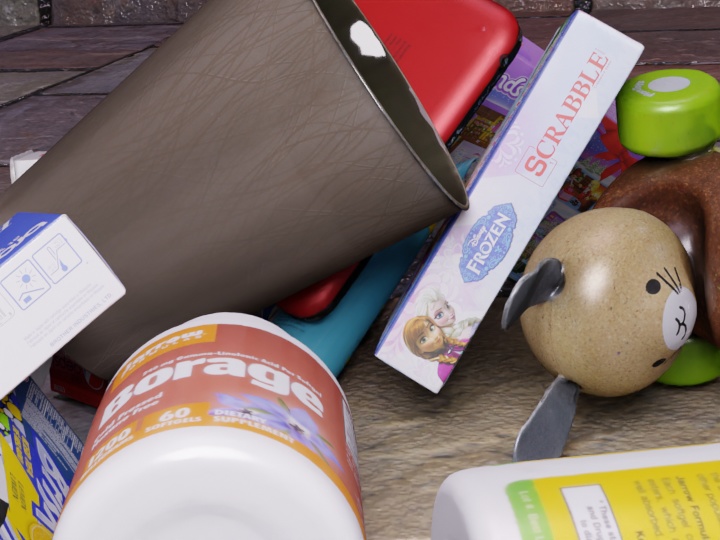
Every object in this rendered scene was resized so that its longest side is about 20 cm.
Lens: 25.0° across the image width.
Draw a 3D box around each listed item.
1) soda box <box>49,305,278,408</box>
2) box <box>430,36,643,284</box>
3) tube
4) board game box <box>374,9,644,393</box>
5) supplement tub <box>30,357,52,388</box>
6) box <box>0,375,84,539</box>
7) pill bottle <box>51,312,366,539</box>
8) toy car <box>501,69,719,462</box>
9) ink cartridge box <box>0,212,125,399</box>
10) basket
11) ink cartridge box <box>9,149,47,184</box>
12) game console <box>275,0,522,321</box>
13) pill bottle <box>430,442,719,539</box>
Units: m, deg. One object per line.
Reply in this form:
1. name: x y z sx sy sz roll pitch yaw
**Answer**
1. soda box: -0.087 0.025 0.967 0.200 0.064 0.070 -15 20 -41
2. box: 0.076 -0.083 1.034 0.200 0.137 0.039 29 30 -30
3. tube: 0.000 0.000 0.935 0.077 0.050 0.200 -18 25 42
4. board game box: 0.079 -0.042 0.892 0.041 0.200 0.200 31 6 1
5. supplement tub: -0.268 0.013 0.865 0.144 0.145 0.200 -16 28 -42
6. box: -0.154 0.106 0.628 0.070 0.064 0.200 -36 14 5
7. pill bottle: -0.056 0.084 0.643 0.112 0.113 0.200 -3 15 -2
8. toy car: 0.142 0.016 0.792 0.200 0.165 0.158 -28 31 -35
9. ink cartridge box: -0.194 0.054 0.662 0.200 0.044 0.094 -42 17 -16
10. basket: -0.071 -0.044 0.804 0.200 0.136 0.181 -35 53 11
11. ink cartridge box: -0.148 -0.053 1.202 0.199 0.084 0.145 -4 6 -4
12. game console: -0.014 -0.077 0.930 0.172 0.200 0.119 34 -4 26
13. pill bottle: 0.129 0.109 0.513 0.199 0.111 0.111 -5 15 -8
